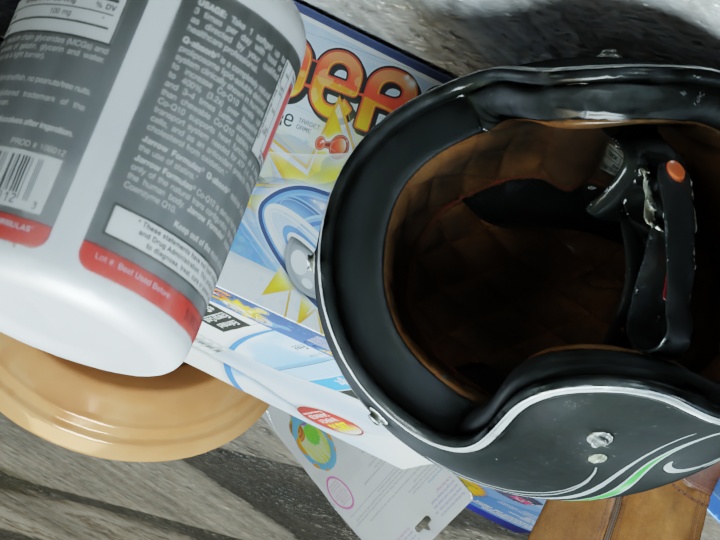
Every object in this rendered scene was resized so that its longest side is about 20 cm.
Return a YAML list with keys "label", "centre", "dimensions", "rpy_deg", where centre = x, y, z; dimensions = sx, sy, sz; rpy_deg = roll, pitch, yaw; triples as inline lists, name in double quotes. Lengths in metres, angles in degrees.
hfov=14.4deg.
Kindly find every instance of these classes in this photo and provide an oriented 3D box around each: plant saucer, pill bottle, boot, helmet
- label: "plant saucer"
  centre: [-0.130, 0.013, 1.546]
  dimensions: [0.200, 0.200, 0.037]
  rpy_deg: [23, 135, -5]
- label: "pill bottle"
  centre: [-0.089, -0.069, 1.137]
  dimensions: [0.116, 0.201, 0.116]
  rpy_deg: [20, 165, 6]
- label: "boot"
  centre: [0.168, 0.107, 1.398]
  dimensions: [0.188, 0.201, 0.068]
  rpy_deg: [12, 162, 33]
- label: "helmet"
  centre: [0.085, 0.005, 1.185]
  dimensions: [0.200, 0.201, 0.190]
  rpy_deg: [31, 152, -33]

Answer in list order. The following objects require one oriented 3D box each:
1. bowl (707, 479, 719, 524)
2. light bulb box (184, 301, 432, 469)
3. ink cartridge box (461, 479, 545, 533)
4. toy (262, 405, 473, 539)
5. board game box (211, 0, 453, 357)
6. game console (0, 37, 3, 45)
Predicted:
- label: "bowl"
  centre: [0.213, 0.123, 1.560]
  dimensions: [0.201, 0.039, 0.201]
  rpy_deg: [45, 179, 1]
- label: "light bulb box"
  centre: [0.000, 0.000, 1.407]
  dimensions: [0.200, 0.125, 0.198]
  rpy_deg: [27, 164, -18]
- label: "ink cartridge box"
  centre: [0.094, 0.105, 1.748]
  dimensions: [0.136, 0.077, 0.200]
  rpy_deg: [29, 165, -25]
- label: "toy"
  centre: [-0.010, 0.073, 1.701]
  dimensions: [0.200, 0.047, 0.115]
  rpy_deg: [48, 143, 7]
- label: "board game box"
  centre: [-0.030, -0.045, 1.272]
  dimensions: [0.200, 0.136, 0.034]
  rpy_deg: [24, 165, -14]
- label: "game console"
  centre: [-0.210, -0.099, 1.394]
  dimensions: [0.200, 0.031, 0.177]
  rpy_deg: [10, -173, 36]
